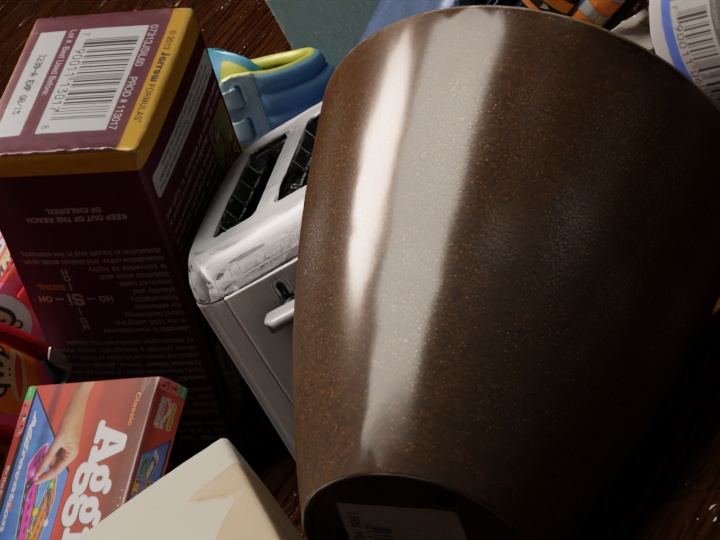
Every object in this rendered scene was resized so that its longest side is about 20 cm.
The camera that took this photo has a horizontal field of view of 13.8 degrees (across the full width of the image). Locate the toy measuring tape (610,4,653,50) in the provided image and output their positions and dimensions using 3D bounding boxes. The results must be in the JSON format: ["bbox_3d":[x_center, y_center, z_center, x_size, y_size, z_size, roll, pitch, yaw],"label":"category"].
[{"bbox_3d":[0.169,-0.132,1.537,0.200,0.074,0.074,-35,14,36],"label":"toy measuring tape"}]

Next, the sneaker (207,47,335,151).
[{"bbox_3d":[-0.080,-0.049,1.670,0.200,0.131,0.080,-39,19,-10],"label":"sneaker"}]

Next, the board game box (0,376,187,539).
[{"bbox_3d":[-0.137,0.144,1.285,0.103,0.019,0.200,-6,63,48],"label":"board game box"}]

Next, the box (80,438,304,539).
[{"bbox_3d":[-0.045,0.146,1.154,0.078,0.095,0.200,-36,18,-1],"label":"box"}]

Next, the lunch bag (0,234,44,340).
[{"bbox_3d":[-0.159,-0.049,1.791,0.200,0.082,0.176,-57,11,15],"label":"lunch bag"}]

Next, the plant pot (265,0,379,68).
[{"bbox_3d":[0.066,-0.221,1.764,0.200,0.196,0.196,-4,35,46],"label":"plant pot"}]

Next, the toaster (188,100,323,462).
[{"bbox_3d":[0.000,0.000,1.391,0.114,0.129,0.200,-27,19,23],"label":"toaster"}]

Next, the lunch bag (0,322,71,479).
[{"bbox_3d":[-0.235,0.087,1.423,0.200,0.176,0.082,-30,54,40],"label":"lunch bag"}]

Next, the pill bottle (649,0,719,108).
[{"bbox_3d":[0.231,-0.125,1.307,0.114,0.114,0.200,-46,20,-29],"label":"pill bottle"}]

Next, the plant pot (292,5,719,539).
[{"bbox_3d":[0.047,0.031,1.184,0.187,0.187,0.200,-21,38,41],"label":"plant pot"}]

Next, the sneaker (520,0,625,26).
[{"bbox_3d":[0.111,-0.195,1.546,0.078,0.112,0.200,-48,1,28],"label":"sneaker"}]

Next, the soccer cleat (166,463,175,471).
[{"bbox_3d":[-0.168,0.119,1.517,0.200,0.067,0.076,-35,21,-6],"label":"soccer cleat"}]

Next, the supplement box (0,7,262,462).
[{"bbox_3d":[-0.105,-0.014,1.436,0.086,0.200,0.110,-2,41,18],"label":"supplement box"}]

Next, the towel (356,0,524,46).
[{"bbox_3d":[0.017,-0.079,1.597,0.200,0.048,0.112,-63,24,-1],"label":"towel"}]
